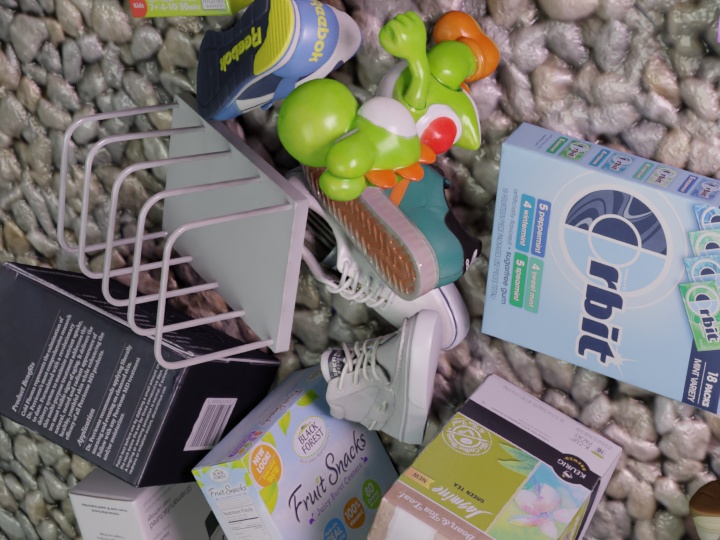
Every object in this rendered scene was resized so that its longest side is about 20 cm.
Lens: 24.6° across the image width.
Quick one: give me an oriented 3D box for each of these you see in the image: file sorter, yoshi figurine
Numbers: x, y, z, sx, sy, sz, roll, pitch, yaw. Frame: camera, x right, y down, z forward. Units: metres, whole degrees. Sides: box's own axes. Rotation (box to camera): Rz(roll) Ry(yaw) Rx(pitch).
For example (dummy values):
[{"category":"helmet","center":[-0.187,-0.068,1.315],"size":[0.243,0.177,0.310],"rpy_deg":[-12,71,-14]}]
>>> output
[{"category":"file sorter","center":[-0.151,-0.033,1.338],"size":[0.200,0.123,0.140],"rpy_deg":[42,133,43]},{"category":"yoshi figurine","center":[0.011,-0.122,1.185],"size":[0.111,0.200,0.114],"rpy_deg":[-3,115,35]}]

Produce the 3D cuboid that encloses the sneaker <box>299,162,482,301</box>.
[{"category":"sneaker","center":[0.019,-0.068,1.306],"size":[0.201,0.079,0.072],"rpy_deg":[56,146,20]}]

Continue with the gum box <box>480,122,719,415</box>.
[{"category":"gum box","center":[0.194,-0.002,1.238],"size":[0.198,0.045,0.172],"rpy_deg":[19,125,22]}]

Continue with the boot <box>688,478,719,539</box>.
[{"category":"boot","center":[0.355,0.242,1.258],"size":[0.198,0.072,0.156],"rpy_deg":[2,117,38]}]

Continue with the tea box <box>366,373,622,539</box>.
[{"category":"tea box","center":[0.091,0.232,1.341],"size":[0.133,0.197,0.202],"rpy_deg":[29,128,15]}]

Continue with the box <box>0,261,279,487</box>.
[{"category":"box","center":[-0.207,0.090,1.435],"size":[0.195,0.200,0.125],"rpy_deg":[26,94,19]}]

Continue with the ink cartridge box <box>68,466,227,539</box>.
[{"category":"ink cartridge box","center":[-0.180,0.260,1.569],"size":[0.083,0.146,0.202],"rpy_deg":[2,118,31]}]

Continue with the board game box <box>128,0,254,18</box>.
[{"category":"board game box","center":[-0.150,-0.301,1.287],"size":[0.101,0.048,0.202],"rpy_deg":[4,118,32]}]

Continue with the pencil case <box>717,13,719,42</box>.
[{"category":"pencil case","center":[0.333,-0.143,1.039],"size":[0.198,0.085,0.085],"rpy_deg":[14,125,27]}]

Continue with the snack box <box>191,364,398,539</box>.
[{"category":"snack box","center":[-0.037,0.208,1.429],"size":[0.067,0.169,0.202],"rpy_deg":[-18,107,38]}]

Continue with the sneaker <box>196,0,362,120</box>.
[{"category":"sneaker","center":[-0.071,-0.161,1.296],"size":[0.199,0.081,0.075],"rpy_deg":[-13,79,60]}]

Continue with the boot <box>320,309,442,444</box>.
[{"category":"boot","center":[0.013,0.084,1.337],"size":[0.094,0.074,0.201],"rpy_deg":[12,152,4]}]

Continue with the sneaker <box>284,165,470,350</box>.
[{"category":"sneaker","center":[0.000,0.000,1.348],"size":[0.200,0.071,0.073],"rpy_deg":[41,131,6]}]
